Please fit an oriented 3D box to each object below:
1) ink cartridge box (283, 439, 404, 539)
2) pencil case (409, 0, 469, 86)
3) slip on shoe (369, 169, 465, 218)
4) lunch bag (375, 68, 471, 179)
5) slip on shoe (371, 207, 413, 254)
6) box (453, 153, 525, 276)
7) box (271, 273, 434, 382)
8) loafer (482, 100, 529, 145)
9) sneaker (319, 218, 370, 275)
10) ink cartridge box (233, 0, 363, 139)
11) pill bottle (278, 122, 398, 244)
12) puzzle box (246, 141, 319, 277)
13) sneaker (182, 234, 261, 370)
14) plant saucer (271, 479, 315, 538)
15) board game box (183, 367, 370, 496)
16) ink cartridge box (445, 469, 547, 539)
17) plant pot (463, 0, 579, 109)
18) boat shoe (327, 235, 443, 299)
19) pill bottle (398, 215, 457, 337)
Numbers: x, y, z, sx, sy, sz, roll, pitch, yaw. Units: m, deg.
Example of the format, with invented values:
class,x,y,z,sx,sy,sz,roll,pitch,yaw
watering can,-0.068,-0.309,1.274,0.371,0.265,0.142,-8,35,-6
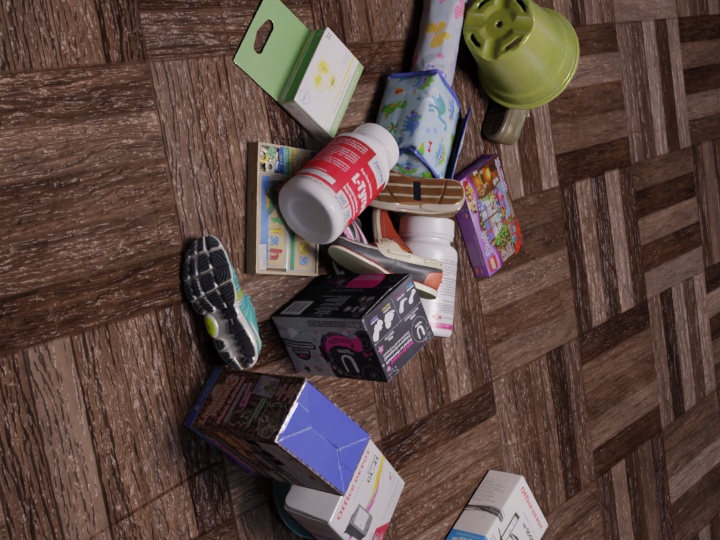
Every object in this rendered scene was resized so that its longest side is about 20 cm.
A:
class,x,y,z,sx,sy,sz,roll,pitch,yaw
ink cartridge box,-0.019,0.341,1.475,0.148,0.085,0.200,-65,150,-23
pencil case,0.138,-0.401,1.730,0.091,0.083,0.201,71,30,-74
slip on shoe,0.073,-0.126,1.618,0.061,0.199,0.076,100,-6,-64
lunch bag,0.116,-0.222,1.683,0.200,0.127,0.171,45,55,-51
slip on shoe,0.056,-0.027,1.609,0.074,0.061,0.201,79,-1,-63
box,0.244,-0.107,1.867,0.137,0.039,0.201,-37,115,-40
box,-0.013,0.086,1.477,0.132,0.199,0.115,-41,117,-38
loafer,0.300,-0.333,1.911,0.067,0.076,0.201,36,74,-41
sneaker,0.000,0.000,1.585,0.086,0.080,0.201,-40,123,-51
ink cartridge box,-0.091,-0.321,1.513,0.200,0.048,0.146,41,61,-41
pill bottle,-0.027,-0.140,1.493,0.200,0.112,0.113,-48,122,-36
puzzle box,-0.117,-0.091,1.497,0.133,0.025,0.201,2,88,-47
sneaker,-0.195,0.045,1.394,0.080,0.077,0.201,-51,124,-71
plant saucer,-0.071,0.320,1.539,0.200,0.027,0.201,0,90,-47
board game box,-0.116,0.225,1.365,0.159,0.199,0.097,46,59,-36
ink cartridge box,0.258,0.502,1.841,0.200,0.084,0.146,-48,122,-35
plant pot,0.276,-0.415,1.759,0.184,0.200,0.201,17,76,-62
boat shoe,0.042,-0.016,1.510,0.199,0.071,0.063,22,75,-21
pill bottle,0.108,0.012,1.669,0.113,0.113,0.201,11,82,-46
